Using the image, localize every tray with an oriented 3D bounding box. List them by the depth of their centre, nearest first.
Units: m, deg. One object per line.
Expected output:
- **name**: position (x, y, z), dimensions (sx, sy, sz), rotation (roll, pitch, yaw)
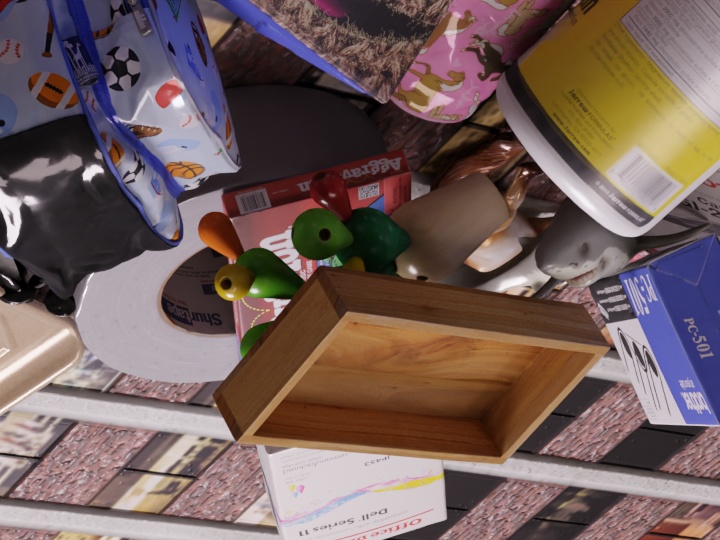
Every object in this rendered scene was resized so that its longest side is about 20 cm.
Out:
- **tray**: position (0.029, 0.051, 1.392), dimensions (0.200, 0.037, 0.099), rotation (8, 131, -45)

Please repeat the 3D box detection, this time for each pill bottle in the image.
- **pill bottle**: position (0.174, -0.119, 1.357), dimensions (0.200, 0.112, 0.112), rotation (-42, 143, 14)

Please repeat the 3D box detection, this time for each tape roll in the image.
- **tape roll**: position (-0.072, -0.018, 1.526), dimensions (0.200, 0.066, 0.200), rotation (-14, 148, -9)

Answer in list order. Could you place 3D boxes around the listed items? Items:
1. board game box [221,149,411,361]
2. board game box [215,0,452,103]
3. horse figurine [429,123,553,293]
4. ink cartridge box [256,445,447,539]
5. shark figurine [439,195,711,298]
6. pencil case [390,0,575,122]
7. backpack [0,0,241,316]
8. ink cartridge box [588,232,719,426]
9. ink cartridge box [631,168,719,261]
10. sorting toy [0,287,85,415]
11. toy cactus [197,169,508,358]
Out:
- **board game box**: position (-0.022, 0.008, 1.512), dimensions (0.103, 0.019, 0.200), rotation (-14, 148, -7)
- **board game box**: position (-0.006, -0.202, 1.165), dimensions (0.200, 0.097, 0.159), rotation (-58, 142, 0)
- **horse figurine**: position (0.093, -0.034, 1.605), dimensions (0.132, 0.050, 0.200), rotation (-31, 149, 7)
- **ink cartridge box**: position (-0.006, 0.128, 1.781), dimensions (0.117, 0.067, 0.200), rotation (-16, 148, -5)
- **shark figurine**: position (0.105, -0.028, 1.502), dimensions (0.128, 0.090, 0.214), rotation (-22, 180, -22)
- **pencil case**: position (0.077, -0.160, 1.374), dimensions (0.086, 0.083, 0.200), rotation (26, 131, -19)
- **backpack**: position (-0.149, -0.102, 1.238), dimensions (0.154, 0.191, 0.200), rotation (-26, 163, -3)
- **ink cartridge box**: position (0.178, 0.035, 1.482), dimensions (0.044, 0.094, 0.200), rotation (-24, 179, -5)
- **ink cartridge box**: position (0.199, -0.060, 1.516), dimensions (0.085, 0.146, 0.200), rotation (-58, 148, -15)
- **sorting toy**: position (-0.288, 0.045, 1.542), dimensions (0.185, 0.037, 0.200), rotation (-33, 141, 21)
- **toy cactus**: position (0.000, 0.000, 1.432), dimensions (0.165, 0.102, 0.200), rotation (-33, 147, -14)
